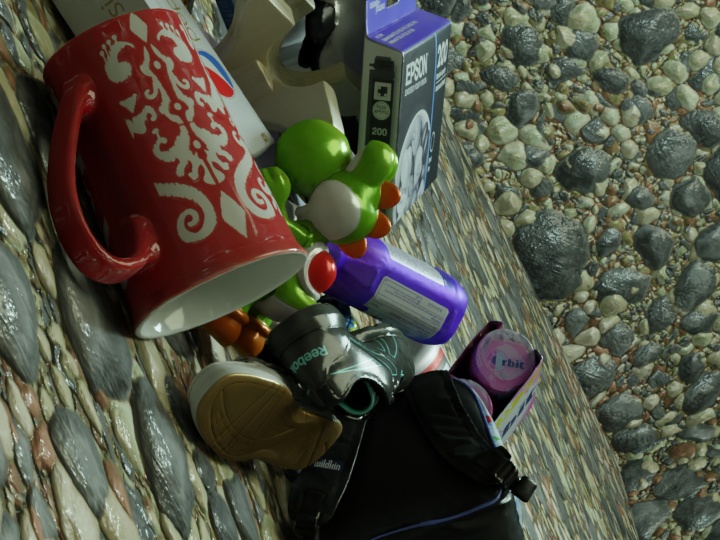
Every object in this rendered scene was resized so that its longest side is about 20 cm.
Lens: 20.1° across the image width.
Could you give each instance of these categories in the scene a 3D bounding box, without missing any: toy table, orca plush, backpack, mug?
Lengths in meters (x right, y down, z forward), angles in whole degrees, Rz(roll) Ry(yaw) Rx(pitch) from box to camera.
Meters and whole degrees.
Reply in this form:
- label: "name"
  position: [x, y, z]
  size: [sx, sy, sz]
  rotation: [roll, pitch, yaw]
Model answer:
- label: "toy table"
  position: [-0.080, -0.160, 1.666]
  size: [0.200, 0.116, 0.185]
  rotation: [29, 40, -61]
- label: "orca plush"
  position: [-0.018, -0.184, 1.787]
  size: [0.105, 0.071, 0.202]
  rotation: [-31, 110, -42]
- label: "backpack"
  position: [0.043, 0.179, 1.650]
  size: [0.191, 0.198, 0.155]
  rotation: [-98, 175, -51]
- label: "mug"
  position: [-0.140, -0.074, 1.405]
  size: [0.201, 0.133, 0.177]
  rotation: [66, 8, 11]

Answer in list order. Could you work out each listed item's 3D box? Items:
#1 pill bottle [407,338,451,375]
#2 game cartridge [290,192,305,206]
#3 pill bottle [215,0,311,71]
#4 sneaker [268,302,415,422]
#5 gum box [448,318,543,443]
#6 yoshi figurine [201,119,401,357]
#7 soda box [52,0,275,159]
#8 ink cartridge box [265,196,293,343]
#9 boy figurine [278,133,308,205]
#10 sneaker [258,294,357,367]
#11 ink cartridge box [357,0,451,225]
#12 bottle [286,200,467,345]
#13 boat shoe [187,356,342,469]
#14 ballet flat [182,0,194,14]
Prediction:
- label: "pill bottle"
  position: [0.061, 0.165, 1.972]
  size: [0.116, 0.115, 0.201]
  rotation: [-89, 154, -67]
- label: "game cartridge"
  position: [-0.082, -0.106, 1.891]
  size: [0.133, 0.041, 0.201]
  rotation: [-94, 159, -63]
- label: "pill bottle"
  position: [-0.082, -0.267, 1.831]
  size: [0.112, 0.111, 0.201]
  rotation: [-87, 158, -68]
- label: "sneaker"
  position: [-0.006, 0.084, 1.570]
  size: [0.080, 0.075, 0.200]
  rotation: [60, 17, 21]
- label: "gum box"
  position: [0.086, 0.148, 1.832]
  size: [0.066, 0.200, 0.114]
  rotation: [35, -22, 14]
- label: "yoshi figurine"
  position: [-0.060, -0.037, 1.572]
  size: [0.112, 0.200, 0.112]
  rotation: [42, 0, -26]
- label: "soda box"
  position: [-0.153, -0.157, 1.557]
  size: [0.201, 0.068, 0.064]
  rotation: [56, 22, -1]
- label: "ink cartridge box"
  position: [-0.117, -0.066, 1.700]
  size: [0.201, 0.047, 0.198]
  rotation: [57, 20, -23]
- label: "boy figurine"
  position: [-0.037, -0.095, 1.815]
  size: [0.201, 0.064, 0.125]
  rotation: [-105, 180, -50]
- label: "sneaker"
  position: [-0.049, 0.058, 1.741]
  size: [0.200, 0.082, 0.072]
  rotation: [-141, -126, -82]
- label: "ink cartridge box"
  position: [0.037, -0.157, 1.727]
  size: [0.198, 0.043, 0.202]
  rotation: [-47, 141, -70]
- label: "bottle"
  position: [0.000, 0.000, 1.715]
  size: [0.199, 0.066, 0.083]
  rotation: [27, 1, -38]
- label: "boat shoe"
  position: [-0.084, 0.098, 1.516]
  size: [0.069, 0.071, 0.200]
  rotation: [48, 5, 26]
- label: "ballet flat"
  position: [-0.173, -0.246, 1.817]
  size: [0.200, 0.067, 0.073]
  rotation: [-92, 177, -67]
